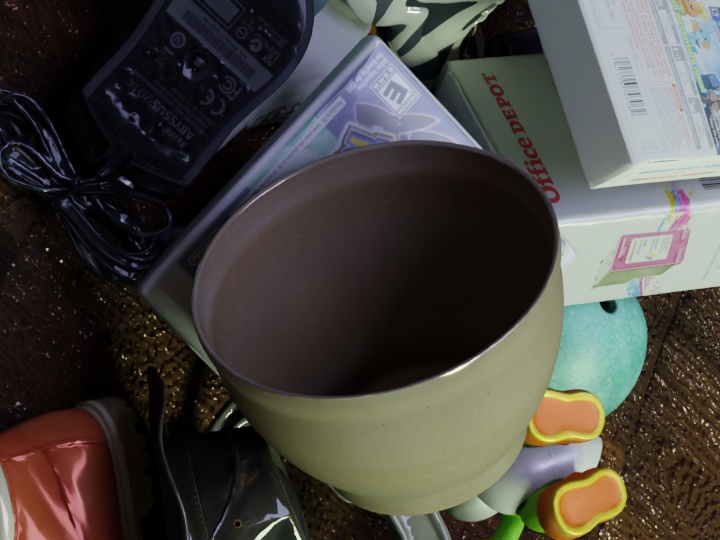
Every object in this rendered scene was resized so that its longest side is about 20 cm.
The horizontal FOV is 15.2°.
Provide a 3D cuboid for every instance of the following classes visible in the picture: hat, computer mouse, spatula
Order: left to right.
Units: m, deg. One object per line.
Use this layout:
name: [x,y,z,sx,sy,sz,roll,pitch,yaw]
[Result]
computer mouse: [-0.111,-0.105,1.502,0.200,0.053,0.139,-44,101,-4]
hat: [-0.067,0.147,1.467,0.080,0.201,0.202,-9,89,-6]
spatula: [0.141,-0.158,1.822,0.199,0.020,0.057,-17,99,-50]

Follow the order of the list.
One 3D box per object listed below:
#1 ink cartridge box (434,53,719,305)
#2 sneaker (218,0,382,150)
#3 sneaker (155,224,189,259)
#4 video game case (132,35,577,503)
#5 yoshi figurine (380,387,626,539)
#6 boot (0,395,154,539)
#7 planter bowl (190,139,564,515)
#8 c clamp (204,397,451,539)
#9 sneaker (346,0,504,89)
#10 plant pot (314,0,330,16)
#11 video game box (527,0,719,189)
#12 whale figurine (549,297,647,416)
ink cartridge box: [0.154,-0.061,1.686,0.199,0.085,0.145,-5,49,-25]
sneaker: [-0.043,-0.110,1.605,0.085,0.073,0.200,56,48,-19]
sneaker: [-0.045,-0.028,1.602,0.199,0.079,0.090,-11,68,-39]
video game case: [0.000,0.000,1.537,0.200,0.023,0.182,-47,108,-9]
yoshi figurine: [0.064,0.120,1.601,0.112,0.200,0.113,36,69,-19]
boot: [-0.162,0.176,1.451,0.107,0.075,0.202,-11,88,-36]
planter bowl: [0.020,0.045,1.452,0.201,0.199,0.135,-53,142,-36]
c clamp: [-0.036,0.157,1.560,0.170,0.027,0.201,-22,89,-8]
sneaker: [0.073,-0.181,1.658,0.199,0.129,0.080,43,33,-58]
plant pot: [-0.047,-0.291,1.505,0.195,0.200,0.198,14,56,-41]
video game box: [0.176,-0.153,1.605,0.181,0.047,0.201,-7,75,-43]
whale figurine: [0.122,0.002,1.727,0.158,0.104,0.201,8,67,-34]
